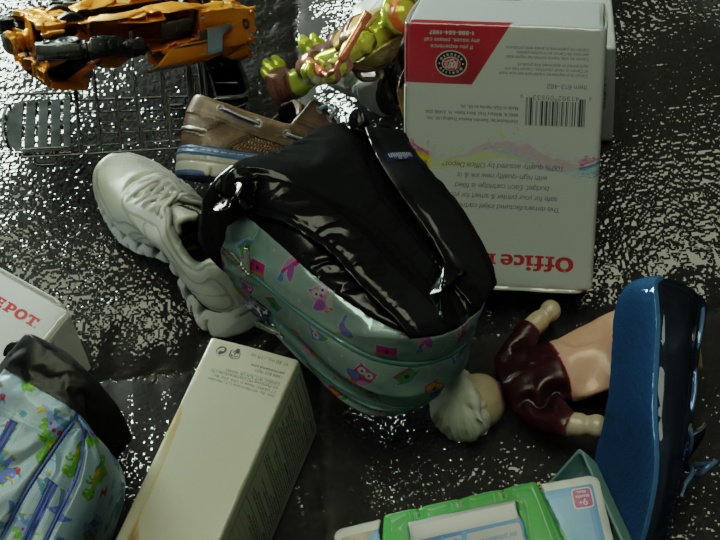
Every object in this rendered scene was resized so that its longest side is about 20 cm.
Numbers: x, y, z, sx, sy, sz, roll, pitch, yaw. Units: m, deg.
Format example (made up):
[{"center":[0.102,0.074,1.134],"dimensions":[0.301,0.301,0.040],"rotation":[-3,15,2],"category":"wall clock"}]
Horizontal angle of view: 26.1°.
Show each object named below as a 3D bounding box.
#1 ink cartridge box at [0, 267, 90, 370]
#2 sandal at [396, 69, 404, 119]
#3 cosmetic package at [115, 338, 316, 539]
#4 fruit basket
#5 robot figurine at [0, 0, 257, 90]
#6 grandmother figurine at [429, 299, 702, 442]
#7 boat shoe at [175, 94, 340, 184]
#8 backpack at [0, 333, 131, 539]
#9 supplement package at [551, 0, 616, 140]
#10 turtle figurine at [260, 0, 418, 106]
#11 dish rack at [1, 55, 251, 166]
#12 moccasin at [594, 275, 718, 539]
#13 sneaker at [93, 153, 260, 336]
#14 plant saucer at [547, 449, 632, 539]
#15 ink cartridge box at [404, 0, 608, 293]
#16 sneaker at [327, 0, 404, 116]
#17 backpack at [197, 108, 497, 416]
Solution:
[{"center":[-0.317,0.093,1.145],"dimensions":[0.145,0.084,0.200],"rotation":[27,62,22],"category":"ink cartridge box"},{"center":[0.058,-0.157,1.233],"dimensions":[0.054,0.202,0.082],"rotation":[7,18,-10],"category":"sandal"},{"center":[-0.102,0.160,1.065],"dimensions":[0.070,0.106,0.201],"rotation":[13,56,16],"category":"cosmetic package"},{"center":[0.086,0.242,0.993],"dimensions":[0.183,0.094,0.202],"rotation":[-12,61,4],"category":"fruit basket"},{"center":[-0.191,-0.190,1.252],"dimensions":[0.198,0.059,0.145],"rotation":[-15,27,-26],"category":"robot figurine"},{"center":[0.146,0.077,1.130],"dimensions":[0.198,0.061,0.122],"rotation":[-18,38,-3],"category":"grandmother figurine"},{"center":[-0.045,-0.096,1.207],"dimensions":[0.198,0.072,0.073],"rotation":[6,89,-32],"category":"boat shoe"},{"center":[-0.232,0.169,1.045],"dimensions":[0.153,0.163,0.200],"rotation":[38,72,11],"category":"backpack"},{"center":[0.152,-0.218,1.297],"dimensions":[0.108,0.114,0.202],"rotation":[-2,55,6],"category":"supplement package"},{"center":[0.003,-0.186,1.224],"dimensions":[0.161,0.064,0.201],"rotation":[-20,28,50],"category":"turtle figurine"},{"center":[-0.193,-0.136,1.267],"dimensions":[0.197,0.055,0.154],"rotation":[-5,24,-9],"category":"dish rack"},{"center":[0.209,0.107,1.057],"dimensions":[0.068,0.080,0.203],"rotation":[9,91,-28],"category":"moccasin"},{"center":[-0.144,-0.039,1.215],"dimensions":[0.075,0.081,0.200],"rotation":[-38,58,-18],"category":"sneaker"},{"center":[0.170,0.220,1.023],"dimensions":[0.019,0.070,0.201],"rotation":[4,48,-33],"category":"plant saucer"},{"center":[0.107,-0.094,1.159],"dimensions":[0.144,0.202,0.083],"rotation":[3,22,8],"category":"ink cartridge box"},{"center":[0.036,-0.224,1.344],"dimensions":[0.080,0.076,0.201],"rotation":[20,58,29],"category":"sneaker"},{"center":[0.000,0.000,1.090],"dimensions":[0.166,0.127,0.200],"rotation":[-31,61,-32],"category":"backpack"}]
